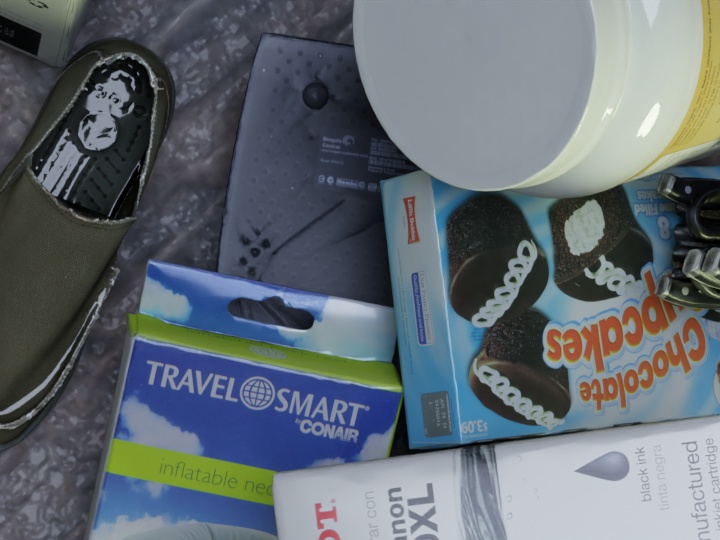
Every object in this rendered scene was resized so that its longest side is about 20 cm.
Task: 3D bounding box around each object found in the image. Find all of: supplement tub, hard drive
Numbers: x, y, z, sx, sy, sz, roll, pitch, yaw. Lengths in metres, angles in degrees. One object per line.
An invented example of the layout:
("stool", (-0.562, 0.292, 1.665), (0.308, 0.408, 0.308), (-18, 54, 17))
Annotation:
("supplement tub", (0.106, -0.110, 0.952), (0.200, 0.144, 0.145), (-16, 85, -47))
("hard drive", (0.000, 0.000, 1.037), (0.134, 0.042, 0.201), (7, 84, -8))

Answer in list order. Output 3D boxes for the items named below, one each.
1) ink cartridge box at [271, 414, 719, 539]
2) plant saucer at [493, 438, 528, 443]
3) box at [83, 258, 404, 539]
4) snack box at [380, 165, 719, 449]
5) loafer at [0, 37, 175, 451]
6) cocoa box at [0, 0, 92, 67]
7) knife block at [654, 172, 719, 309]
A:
("ink cartridge box", (0.071, 0.140, 0.903), (0.199, 0.084, 0.145), (-8, 83, 4))
("plant saucer", (0.099, -0.011, 1.059), (0.070, 0.019, 0.201), (14, 81, -30))
("box", (-0.056, 0.106, 0.982), (0.121, 0.048, 0.201), (11, 101, -9))
("snack box", (0.099, 0.013, 1.008), (0.199, 0.037, 0.117), (-3, 84, -41))
("loafer", (-0.140, -0.017, 1.002), (0.075, 0.070, 0.201), (21, 80, -6))
("cocoa box", (-0.188, -0.197, 0.962), (0.199, 0.133, 0.132), (24, 78, -7))
("knife block", (0.231, -0.009, 0.988), (0.199, 0.176, 0.064), (2, 87, 13))
